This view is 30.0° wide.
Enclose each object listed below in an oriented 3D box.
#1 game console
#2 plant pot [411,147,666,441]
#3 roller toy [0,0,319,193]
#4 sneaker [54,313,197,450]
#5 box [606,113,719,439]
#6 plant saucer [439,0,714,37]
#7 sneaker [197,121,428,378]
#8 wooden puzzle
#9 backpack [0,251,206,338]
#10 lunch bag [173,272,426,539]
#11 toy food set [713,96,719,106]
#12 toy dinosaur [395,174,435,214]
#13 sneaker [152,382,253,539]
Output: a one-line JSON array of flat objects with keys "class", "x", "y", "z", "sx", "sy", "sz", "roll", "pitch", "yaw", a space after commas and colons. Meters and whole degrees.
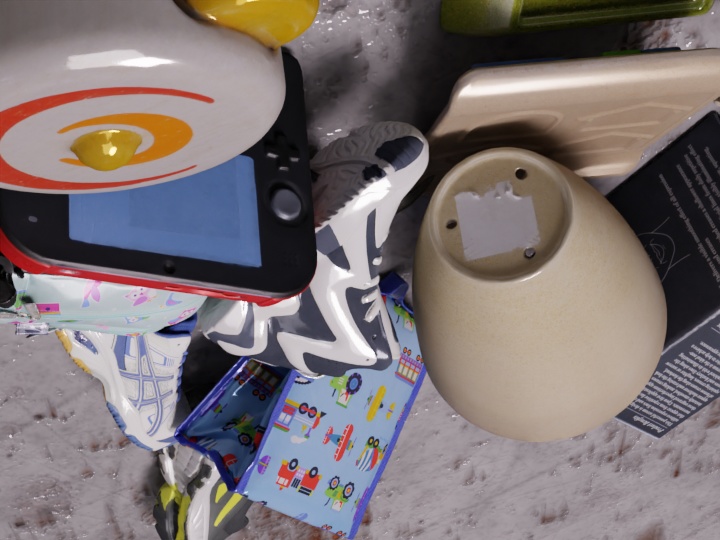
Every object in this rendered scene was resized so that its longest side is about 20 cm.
[{"class": "game console", "x": -0.118, "y": -0.072, "z": 0.790, "sx": 0.199, "sy": 0.178, "sz": 0.031, "roll": 10, "pitch": 157, "yaw": -31}, {"class": "plant pot", "x": 0.110, "y": 0.002, "z": 0.915, "sx": 0.187, "sy": 0.188, "sz": 0.200, "roll": -23, "pitch": 156, "yaw": 5}, {"class": "roller toy", "x": -0.130, "y": -0.117, "z": 0.666, "sx": 0.199, "sy": 0.140, "sz": 0.182, "roll": -6, "pitch": 166, "yaw": -14}, {"class": "sneaker", "x": -0.155, "y": 0.065, "z": 1.007, "sx": 0.088, "sy": 0.075, "sz": 0.200, "roll": -21, "pitch": 141, "yaw": 2}, {"class": "box", "x": 0.253, "y": 0.008, "z": 1.046, "sx": 0.200, "sy": 0.149, "sz": 0.107, "roll": -40, "pitch": 136, "yaw": 24}, {"class": "plant saucer", "x": 0.160, "y": -0.222, "z": 0.825, "sx": 0.199, "sy": 0.048, "sz": 0.200, "roll": -8, "pitch": 139, "yaw": -13}, {"class": "sneaker", "x": 0.000, "y": 0.000, "z": 0.891, "sx": 0.129, "sy": 0.080, "sz": 0.199, "roll": 34, "pitch": 107, "yaw": -31}, {"class": "wooden puzzle", "x": 0.131, "y": -0.107, "z": 0.908, "sx": 0.184, "sy": 0.047, "sz": 0.200, "roll": -7, "pitch": 167, "yaw": -9}, {"class": "backpack", "x": -0.173, "y": -0.035, "z": 0.839, "sx": 0.199, "sy": 0.168, "sz": 0.126, "roll": 7, "pitch": 156, "yaw": -31}, {"class": "lunch bag", "x": -0.022, "y": 0.089, "z": 1.053, "sx": 0.150, "sy": 0.094, "sz": 0.200, "roll": 34, "pitch": 90, "yaw": -47}, {"class": "toy food set", "x": 0.257, "y": -0.210, "z": 0.823, "sx": 0.144, "sy": 0.060, "sz": 0.200, "roll": -52, "pitch": 149, "yaw": -15}, {"class": "toy dinosaur", "x": -0.039, "y": -0.030, "z": 0.962, "sx": 0.199, "sy": 0.077, "sz": 0.102, "roll": -31, "pitch": 151, "yaw": 6}, {"class": "sneaker", "x": -0.125, "y": 0.164, "z": 1.151, "sx": 0.084, "sy": 0.074, "sz": 0.201, "roll": -21, "pitch": 143, "yaw": -39}]
